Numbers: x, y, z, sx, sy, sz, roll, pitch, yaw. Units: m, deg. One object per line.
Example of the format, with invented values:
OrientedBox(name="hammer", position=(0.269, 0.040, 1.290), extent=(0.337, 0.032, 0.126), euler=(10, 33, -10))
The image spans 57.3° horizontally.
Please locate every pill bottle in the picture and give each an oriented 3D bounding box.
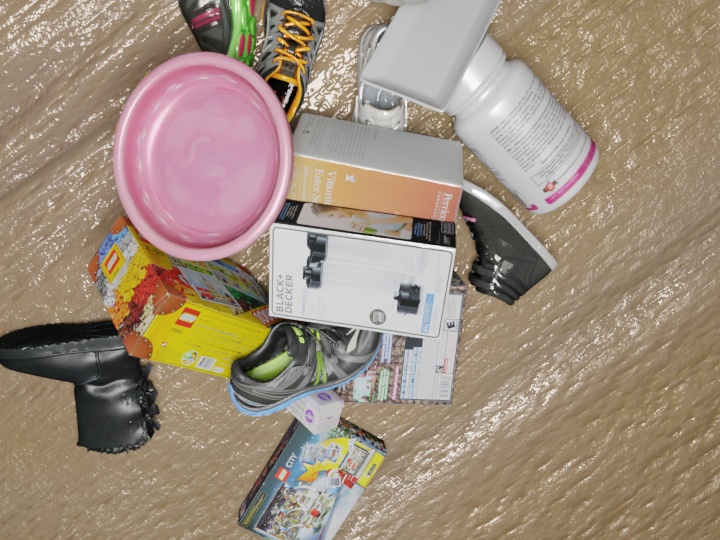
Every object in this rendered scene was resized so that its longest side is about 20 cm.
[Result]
OrientedBox(name="pill bottle", position=(0.183, -0.175, 0.793), extent=(0.199, 0.114, 0.114), euler=(42, 98, -16))

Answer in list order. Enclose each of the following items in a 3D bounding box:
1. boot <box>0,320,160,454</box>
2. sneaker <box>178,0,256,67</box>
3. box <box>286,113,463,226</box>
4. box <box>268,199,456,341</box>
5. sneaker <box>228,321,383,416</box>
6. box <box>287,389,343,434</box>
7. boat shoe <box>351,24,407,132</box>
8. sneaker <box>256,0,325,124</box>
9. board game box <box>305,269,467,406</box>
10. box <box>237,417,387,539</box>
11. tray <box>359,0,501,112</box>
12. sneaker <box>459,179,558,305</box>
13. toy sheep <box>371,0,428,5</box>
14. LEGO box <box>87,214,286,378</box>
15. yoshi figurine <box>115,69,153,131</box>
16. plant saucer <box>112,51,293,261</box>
OrientedBox(name="boot", position=(-0.360, 0.154, 0.853), extent=(0.191, 0.074, 0.168), euler=(-4, 110, -5))
OrientedBox(name="sneaker", position=(-0.165, -0.288, 0.753), extent=(0.081, 0.077, 0.207), euler=(8, 103, 10))
OrientedBox(name="box", position=(0.010, -0.075, 0.769), extent=(0.193, 0.108, 0.156), euler=(10, 125, 2))
OrientedBox(name="box", position=(0.000, 0.000, 0.714), extent=(0.193, 0.061, 0.120), euler=(9, 121, 3))
OrientedBox(name="sneaker", position=(-0.056, 0.092, 0.737), extent=(0.195, 0.071, 0.084), euler=(-25, 140, -18))
OrientedBox(name="box", position=(-0.099, 0.126, 0.815), extent=(0.041, 0.198, 0.040), euler=(-5, 119, -43))
OrientedBox(name="boat shoe", position=(0.023, -0.188, 0.794), extent=(0.068, 0.069, 0.207), euler=(-4, 106, -4))
OrientedBox(name="sneaker", position=(-0.082, -0.246, 0.758), extent=(0.076, 0.077, 0.206), euler=(9, 106, -17))
OrientedBox(name="board game box", position=(0.026, 0.077, 0.856), extent=(0.193, 0.097, 0.165), euler=(4, 106, -7))
OrientedBox(name="box", position=(-0.069, 0.302, 0.942), extent=(0.134, 0.038, 0.203), euler=(30, 101, -14))
OrientedBox(name="tray", position=(0.086, -0.266, 0.744), extent=(0.105, 0.022, 0.204), euler=(23, 70, 12))
OrientedBox(name="sneaker", position=(0.162, -0.031, 0.853), extent=(0.199, 0.071, 0.100), euler=(40, 94, -19))
OrientedBox(name="toy sheep", position=(0.037, -0.352, 0.704), extent=(0.136, 0.200, 0.140), euler=(-31, 147, -24))
OrientedBox(name="LEGO box", position=(-0.187, 0.039, 0.750), extent=(0.078, 0.149, 0.198), euler=(-51, 142, 9))
OrientedBox(name="yoshi figurine", position=(-0.180, -0.125, 0.742), extent=(0.198, 0.112, 0.113), euler=(39, 65, -4))
OrientedBox(name="plant saucer", position=(-0.157, -0.114, 0.678), extent=(0.194, 0.051, 0.208), euler=(1, 93, 13))
